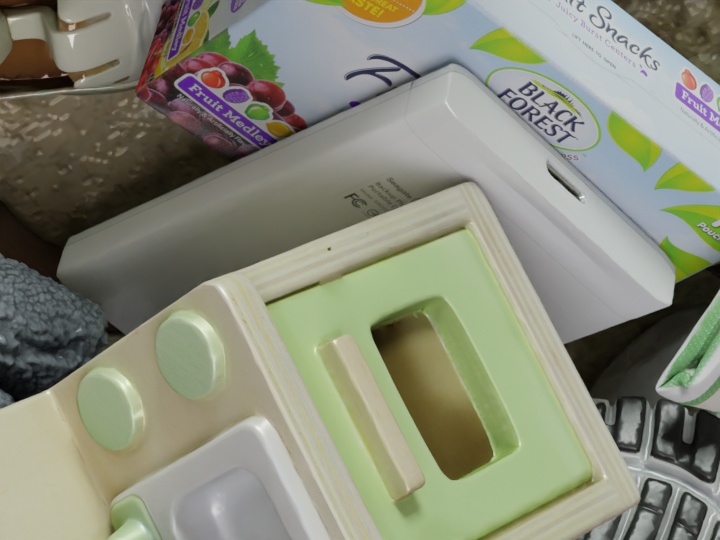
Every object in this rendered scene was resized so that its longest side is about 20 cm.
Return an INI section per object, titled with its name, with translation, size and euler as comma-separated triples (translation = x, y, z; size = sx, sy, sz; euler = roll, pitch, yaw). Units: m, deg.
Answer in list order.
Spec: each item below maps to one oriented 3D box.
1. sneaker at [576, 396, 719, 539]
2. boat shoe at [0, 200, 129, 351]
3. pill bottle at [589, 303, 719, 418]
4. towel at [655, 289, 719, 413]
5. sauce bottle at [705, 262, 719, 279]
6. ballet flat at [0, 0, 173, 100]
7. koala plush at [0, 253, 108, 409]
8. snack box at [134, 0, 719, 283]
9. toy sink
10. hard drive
[sneaker]
translation = 0.085, 0.094, 1.062
size = 0.200, 0.078, 0.090
euler = 19, 155, 15
[boat shoe]
translation = -0.170, -0.018, 1.081
size = 0.202, 0.075, 0.075
euler = 15, 102, -17
[pill bottle]
translation = 0.190, 0.112, 1.156
size = 0.200, 0.114, 0.114
euler = 35, 109, -20
[towel]
translation = 0.210, -0.005, 1.053
size = 0.200, 0.023, 0.153
euler = 1, 126, -48
[sauce bottle]
translation = 0.147, -0.033, 1.108
size = 0.200, 0.065, 0.065
euler = 33, 110, -22
[ballet flat]
translation = -0.129, -0.087, 1.054
size = 0.199, 0.062, 0.068
euler = -11, 118, 0
[koala plush]
translation = -0.089, 0.124, 1.013
size = 0.199, 0.178, 0.184
euler = 15, 121, -4
[snack box]
translation = 0.038, -0.057, 1.019
size = 0.200, 0.053, 0.142
euler = 34, 138, -25
[toy sink]
translation = -0.022, 0.067, 0.917
size = 0.112, 0.200, 0.131
euler = -33, 81, 44
[hard drive]
translation = 0.000, 0.000, 1.039
size = 0.200, 0.027, 0.132
euler = -22, 132, 37
